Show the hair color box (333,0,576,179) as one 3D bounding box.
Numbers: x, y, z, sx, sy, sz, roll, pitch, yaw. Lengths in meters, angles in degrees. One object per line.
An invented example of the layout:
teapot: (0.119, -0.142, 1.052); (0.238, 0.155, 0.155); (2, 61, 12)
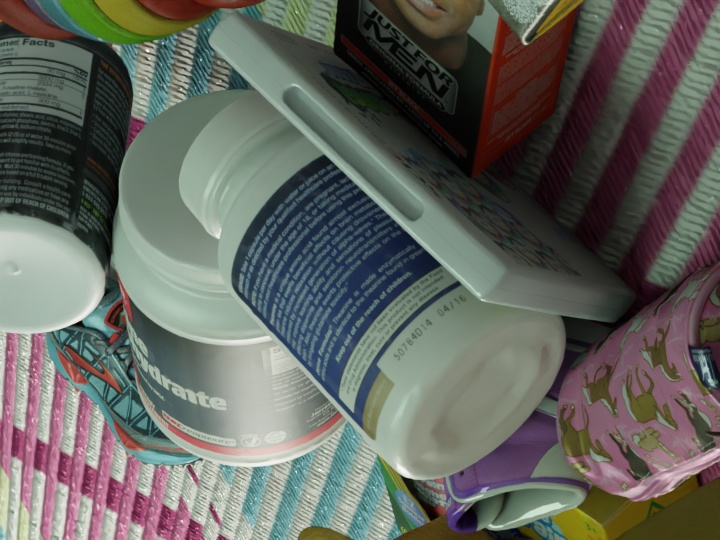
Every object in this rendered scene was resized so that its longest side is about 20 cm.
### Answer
hair color box: (0.045, -0.138, 1.276); (0.101, 0.061, 0.200); (43, 156, 20)

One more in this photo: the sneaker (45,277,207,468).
sneaker: (-0.160, 0.060, 1.962); (0.200, 0.079, 0.096); (35, 151, 35)

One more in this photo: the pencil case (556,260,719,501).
pencil case: (0.156, 0.052, 1.322); (0.083, 0.087, 0.200); (43, 160, -2)

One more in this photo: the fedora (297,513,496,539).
fedora: (0.053, 0.194, 1.554); (0.201, 0.082, 0.201); (41, 162, 17)

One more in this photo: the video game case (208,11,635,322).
video game case: (0.034, -0.046, 1.351); (0.182, 0.024, 0.200); (43, -168, 19)

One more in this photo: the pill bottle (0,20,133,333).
pill bottle: (-0.186, -0.071, 1.632); (0.106, 0.200, 0.106); (3, 140, 2)

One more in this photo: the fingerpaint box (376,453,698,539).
fingerpaint box: (0.094, 0.122, 1.565); (0.200, 0.073, 0.167); (34, 153, 36)

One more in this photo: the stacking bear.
stacking bear: (-0.108, -0.173, 1.470); (0.200, 0.121, 0.114); (6, 129, 51)

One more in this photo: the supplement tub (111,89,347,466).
supplement tub: (-0.066, 0.007, 1.611); (0.140, 0.140, 0.200); (40, 156, 26)

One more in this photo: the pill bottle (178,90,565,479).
pill bottle: (0.000, 0.000, 1.411); (0.200, 0.111, 0.111); (46, 158, 30)

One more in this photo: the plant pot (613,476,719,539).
plant pot: (0.220, 0.184, 1.254); (0.200, 0.176, 0.200); (4, 129, 48)

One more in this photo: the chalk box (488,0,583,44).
chalk box: (0.057, -0.212, 1.061); (0.200, 0.124, 0.124); (51, 159, 4)

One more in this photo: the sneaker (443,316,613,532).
sneaker: (0.038, 0.073, 1.466); (0.200, 0.115, 0.073); (8, 160, 36)
